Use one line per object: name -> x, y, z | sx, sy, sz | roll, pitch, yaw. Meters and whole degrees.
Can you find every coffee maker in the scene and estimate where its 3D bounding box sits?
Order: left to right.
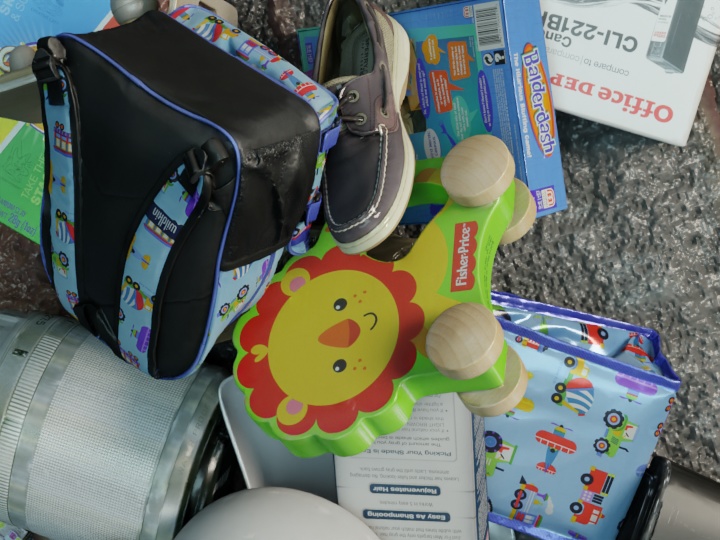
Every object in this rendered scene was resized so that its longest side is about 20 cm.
coffee maker -> 0.281, 0.212, 1.146 | 0.198, 0.192, 0.136 | 20, 64, 1

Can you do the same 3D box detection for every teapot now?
teapot -> -0.069, 0.252, 1.098 | 0.199, 0.146, 0.199 | -23, 103, 27

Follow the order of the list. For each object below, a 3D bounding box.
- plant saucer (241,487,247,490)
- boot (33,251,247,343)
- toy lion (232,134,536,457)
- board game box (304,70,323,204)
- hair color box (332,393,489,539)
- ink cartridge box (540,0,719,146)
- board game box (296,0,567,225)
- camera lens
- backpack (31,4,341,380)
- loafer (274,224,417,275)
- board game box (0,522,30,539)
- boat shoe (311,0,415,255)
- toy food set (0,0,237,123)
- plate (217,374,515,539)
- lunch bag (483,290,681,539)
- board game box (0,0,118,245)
plant saucer -> -0.037, 0.254, 1.288 | 0.198, 0.027, 0.202 | 1, 98, 8
boot -> -0.124, 0.009, 1.231 | 0.166, 0.199, 0.073 | 25, 111, 41
toy lion -> 0.010, 0.022, 1.050 | 0.190, 0.069, 0.202 | -7, 57, 22
board game box -> -0.119, -0.070, 1.164 | 0.198, 0.121, 0.032 | -15, 138, 13
hair color box -> 0.035, 0.125, 1.131 | 0.099, 0.061, 0.202 | 1, 112, 12
ink cartridge box -> 0.190, -0.202, 1.158 | 0.143, 0.084, 0.202 | 17, 102, 7
board game box -> 0.047, -0.110, 1.163 | 0.199, 0.045, 0.154 | -1, 100, 44
camera lens -> -0.196, 0.127, 1.227 | 0.198, 0.160, 0.161 | 17, 100, 6
backpack -> -0.117, -0.042, 1.038 | 0.182, 0.134, 0.201 | 32, 127, 28
loafer -> 0.000, 0.000, 1.176 | 0.067, 0.199, 0.077 | 26, 97, 49
board game box -> -0.375, 0.186, 1.333 | 0.200, 0.032, 0.120 | 40, 106, 2
boat shoe -> -0.007, -0.102, 1.071 | 0.071, 0.201, 0.065 | -20, 137, 31
toy food set -> -0.196, -0.157, 1.154 | 0.198, 0.143, 0.061 | -15, 87, 11
plate -> 0.004, 0.147, 1.223 | 0.199, 0.032, 0.201 | -19, 95, -24
lunch bag -> 0.105, 0.101, 1.176 | 0.198, 0.094, 0.152 | 16, 110, -8
board game box -> -0.234, -0.129, 1.258 | 0.152, 0.040, 0.201 | 29, 101, 4
